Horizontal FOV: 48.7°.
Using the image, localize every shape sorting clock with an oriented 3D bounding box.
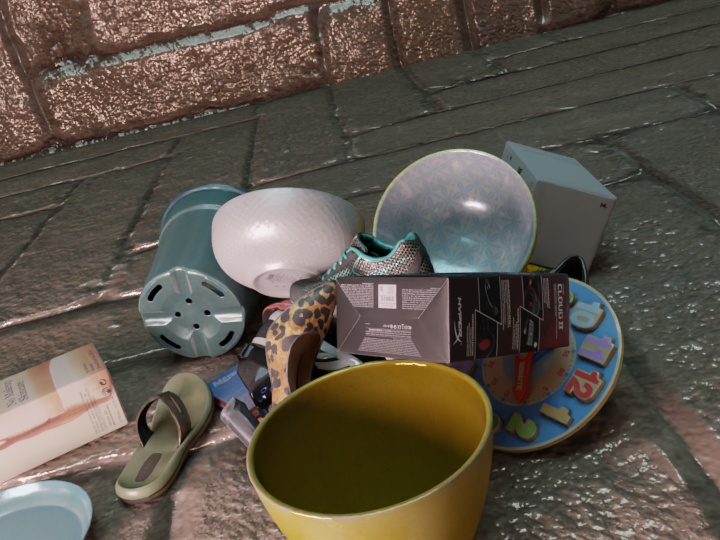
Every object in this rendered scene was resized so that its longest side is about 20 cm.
[{"bbox_3d":[0.172,0.091,0.820,0.199,0.039,0.201,-21,48,24],"label":"shape sorting clock"}]

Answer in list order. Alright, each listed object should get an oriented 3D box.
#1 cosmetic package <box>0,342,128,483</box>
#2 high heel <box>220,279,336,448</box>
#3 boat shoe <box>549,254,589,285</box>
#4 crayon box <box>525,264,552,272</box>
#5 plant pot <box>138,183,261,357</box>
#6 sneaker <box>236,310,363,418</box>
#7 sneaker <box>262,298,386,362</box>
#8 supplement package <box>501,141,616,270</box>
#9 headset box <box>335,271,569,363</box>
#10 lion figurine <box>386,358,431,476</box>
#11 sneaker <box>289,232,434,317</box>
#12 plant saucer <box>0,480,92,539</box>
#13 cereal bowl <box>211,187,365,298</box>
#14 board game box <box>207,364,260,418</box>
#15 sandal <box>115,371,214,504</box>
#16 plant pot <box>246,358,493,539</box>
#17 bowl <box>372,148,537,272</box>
[{"bbox_3d":[-0.403,0.179,0.979,0.199,0.088,0.103,-25,27,-23],"label":"cosmetic package"},{"bbox_3d":[-0.048,0.119,0.825,0.142,0.071,0.201,36,94,36],"label":"high heel"},{"bbox_3d":[0.210,0.060,0.890,0.073,0.065,0.201,11,46,20],"label":"boat shoe"},{"bbox_3d":[0.152,0.052,0.998,0.199,0.051,0.127,-29,28,-29],"label":"crayon box"},{"bbox_3d":[-0.220,0.009,1.149,0.198,0.201,0.197,-9,33,11],"label":"plant pot"},{"bbox_3d":[-0.058,0.139,0.908,0.199,0.073,0.112,30,69,31],"label":"sneaker"},{"bbox_3d":[-0.029,0.061,1.006,0.199,0.074,0.087,10,31,34],"label":"sneaker"},{"bbox_3d":[0.262,-0.093,1.132,0.116,0.118,0.200,13,22,-8],"label":"supplement package"},{"bbox_3d":[0.097,0.040,0.769,0.199,0.076,0.148,-1,1,-43],"label":"headset box"},{"bbox_3d":[0.059,0.126,0.816,0.122,0.073,0.200,29,35,-3],"label":"lion figurine"},{"bbox_3d":[0.000,0.000,0.913,0.199,0.092,0.078,-7,20,29],"label":"sneaker"},{"bbox_3d":[-0.362,0.287,0.794,0.198,0.028,0.200,-12,23,5],"label":"plant saucer"},{"bbox_3d":[-0.091,-0.020,1.007,0.198,0.200,0.084,-8,66,13],"label":"cereal bowl"},{"bbox_3d":[-0.097,0.122,1.019,0.199,0.020,0.103,-31,31,-34],"label":"board game box"},{"bbox_3d":[-0.224,0.178,0.911,0.079,0.058,0.201,-13,27,14],"label":"sandal"},{"bbox_3d":[0.020,0.187,0.657,0.198,0.143,0.200,-11,23,5],"label":"plant pot"},{"bbox_3d":[0.125,-0.039,0.987,0.198,0.202,0.108,-6,-17,18],"label":"bowl"}]
